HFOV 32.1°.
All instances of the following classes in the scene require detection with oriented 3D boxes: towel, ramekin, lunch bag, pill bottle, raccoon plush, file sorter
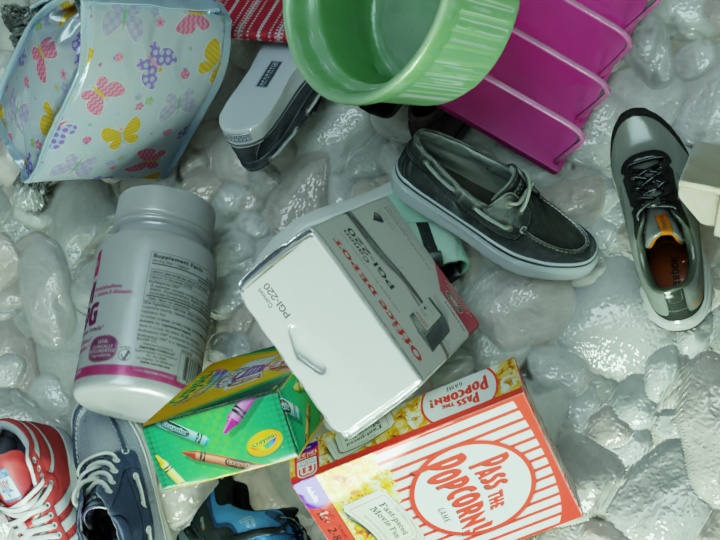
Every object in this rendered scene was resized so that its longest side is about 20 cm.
[{"bbox_3d":[-0.059,-0.270,1.237,0.198,0.023,0.145,8,50,22],"label":"towel"},{"bbox_3d":[0.036,-0.228,1.008,0.199,0.097,0.202,-4,85,47],"label":"ramekin"},{"bbox_3d":[-0.231,-0.187,1.177,0.200,0.169,0.128,-51,60,39],"label":"lunch bag"},{"bbox_3d":[-0.195,0.031,1.161,0.112,0.113,0.202,-1,66,17],"label":"pill bottle"},{"bbox_3d":[-0.320,-0.171,1.258,0.096,0.134,0.202,3,74,17],"label":"raccoon plush"},{"bbox_3d":[0.172,-0.214,1.094,0.138,0.125,0.201,29,82,-3],"label":"file sorter"}]

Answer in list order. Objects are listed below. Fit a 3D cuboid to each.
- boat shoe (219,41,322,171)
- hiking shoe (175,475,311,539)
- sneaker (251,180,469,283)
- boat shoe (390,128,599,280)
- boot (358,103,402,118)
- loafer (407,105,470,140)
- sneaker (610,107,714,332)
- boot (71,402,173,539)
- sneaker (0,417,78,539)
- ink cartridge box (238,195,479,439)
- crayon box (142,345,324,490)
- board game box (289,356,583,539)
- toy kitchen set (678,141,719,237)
[{"bbox_3d":[-0.065,-0.180,1.219,0.071,0.068,0.201,11,55,28],"label":"boat shoe"},{"bbox_3d":[-0.068,0.248,1.074,0.199,0.074,0.087,26,82,23],"label":"hiking shoe"},{"bbox_3d":[0.000,0.000,1.131,0.199,0.074,0.119,-27,60,5],"label":"sneaker"},{"bbox_3d":[0.120,-0.057,1.084,0.199,0.071,0.072,24,52,1],"label":"boat shoe"},{"bbox_3d":[0.062,-0.215,1.107,0.067,0.200,0.132,23,67,-11],"label":"boot"},{"bbox_3d":[0.102,-0.206,1.174,0.071,0.063,0.201,23,81,25],"label":"loafer"},{"bbox_3d":[0.258,-0.053,1.067,0.073,0.079,0.202,-14,68,15],"label":"sneaker"},{"bbox_3d":[-0.228,0.194,1.135,0.072,0.090,0.201,-31,66,6],"label":"boot"},{"bbox_3d":[-0.292,0.227,1.132,0.071,0.112,0.201,-25,67,9],"label":"sneaker"},{"bbox_3d":[0.005,0.030,1.001,0.085,0.200,0.146,-37,88,22],"label":"ink cartridge box"},{"bbox_3d":[-0.093,0.115,1.059,0.118,0.200,0.059,-16,97,12],"label":"crayon box"},{"bbox_3d":[0.063,0.172,1.018,0.199,0.152,0.046,-24,33,10],"label":"board game box"},{"bbox_3d":[0.334,0.006,1.028,0.162,0.182,0.200,14,38,18],"label":"toy kitchen set"}]
